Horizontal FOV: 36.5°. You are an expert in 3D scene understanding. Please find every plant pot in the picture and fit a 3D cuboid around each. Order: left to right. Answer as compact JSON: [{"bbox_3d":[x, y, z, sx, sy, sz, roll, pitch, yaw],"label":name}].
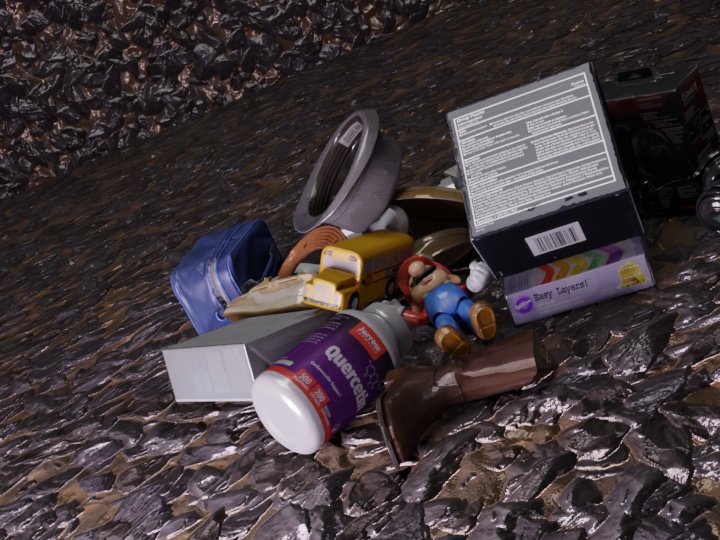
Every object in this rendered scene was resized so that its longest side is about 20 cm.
[{"bbox_3d":[0.112,-0.088,1.615,0.199,0.028,0.200,6,-13,1],"label":"plant pot"}]

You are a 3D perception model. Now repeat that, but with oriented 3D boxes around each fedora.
[{"bbox_3d":[-0.006,-0.125,1.547,0.201,0.090,0.177,-66,22,-6],"label":"fedora"}]

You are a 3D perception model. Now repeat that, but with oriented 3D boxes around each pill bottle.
[{"bbox_3d":[-0.029,0.124,1.325,0.200,0.113,0.112,-38,25,-32],"label":"pill bottle"}]

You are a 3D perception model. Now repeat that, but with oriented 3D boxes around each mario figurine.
[{"bbox_3d":[0.096,0.031,1.416,0.123,0.107,0.200,-2,21,-19],"label":"mario figurine"}]

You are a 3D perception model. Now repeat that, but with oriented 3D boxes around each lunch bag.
[{"bbox_3d":[-0.199,0.012,1.737,0.132,0.136,0.200,-19,23,22],"label":"lunch bag"}]

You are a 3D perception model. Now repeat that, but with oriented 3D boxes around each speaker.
[{"bbox_3d":[0.069,-0.075,1.745,0.199,0.082,0.081,-22,21,6],"label":"speaker"}]

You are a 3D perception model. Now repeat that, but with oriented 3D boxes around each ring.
[{"bbox_3d":[-0.073,0.031,1.587,0.200,0.019,0.201,-35,41,39],"label":"ring"}]

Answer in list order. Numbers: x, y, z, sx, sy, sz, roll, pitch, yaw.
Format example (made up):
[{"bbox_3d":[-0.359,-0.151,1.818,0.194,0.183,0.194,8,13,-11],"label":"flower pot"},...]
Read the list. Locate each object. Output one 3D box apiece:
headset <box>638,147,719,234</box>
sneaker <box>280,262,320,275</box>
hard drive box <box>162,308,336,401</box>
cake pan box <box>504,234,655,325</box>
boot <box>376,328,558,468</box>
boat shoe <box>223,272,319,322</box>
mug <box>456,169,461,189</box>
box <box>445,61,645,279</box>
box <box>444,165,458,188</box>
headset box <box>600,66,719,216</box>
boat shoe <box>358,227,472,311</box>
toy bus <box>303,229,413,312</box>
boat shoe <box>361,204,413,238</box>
[{"bbox_3d":[0.453,-0.091,1.366,0.199,0.094,0.124,5,46,11],"label":"headset"},{"bbox_3d":[-0.058,0.024,1.685,0.087,0.075,0.200,-13,14,-32],"label":"sneaker"},{"bbox_3d":[-0.141,0.112,1.443,0.155,0.077,0.199,-20,8,-40],"label":"hard drive box"},{"bbox_3d":[0.280,-0.017,1.418,0.183,0.053,0.200,-15,23,17],"label":"cake pan box"},{"bbox_3d":[0.122,0.136,1.216,0.199,0.065,0.187,-15,25,12],"label":"boot"},{"bbox_3d":[-0.119,0.043,1.569,0.199,0.074,0.070,-9,58,45],"label":"boat shoe"},{"bbox_3d":[0.253,-0.161,1.668,0.199,0.148,0.175,-30,14,-32],"label":"mug"},{"bbox_3d":[0.231,-0.124,1.371,0.199,0.123,0.199,-17,59,16],"label":"box"},{"bbox_3d":[0.246,-0.172,1.798,0.199,0.069,0.082,-28,20,-10],"label":"box"},{"bbox_3d":[0.393,-0.176,1.464,0.148,0.201,0.077,-3,29,45],"label":"headset box"},{"bbox_3d":[0.080,0.007,1.571,0.199,0.071,0.065,-29,59,1],"label":"boat shoe"},{"bbox_3d":[0.000,0.000,1.452,0.065,0.079,0.200,15,17,25],"label":"toy bus"},{"bbox_3d":[0.043,-0.047,1.622,0.063,0.071,0.200,-20,-15,-22],"label":"boat shoe"}]
